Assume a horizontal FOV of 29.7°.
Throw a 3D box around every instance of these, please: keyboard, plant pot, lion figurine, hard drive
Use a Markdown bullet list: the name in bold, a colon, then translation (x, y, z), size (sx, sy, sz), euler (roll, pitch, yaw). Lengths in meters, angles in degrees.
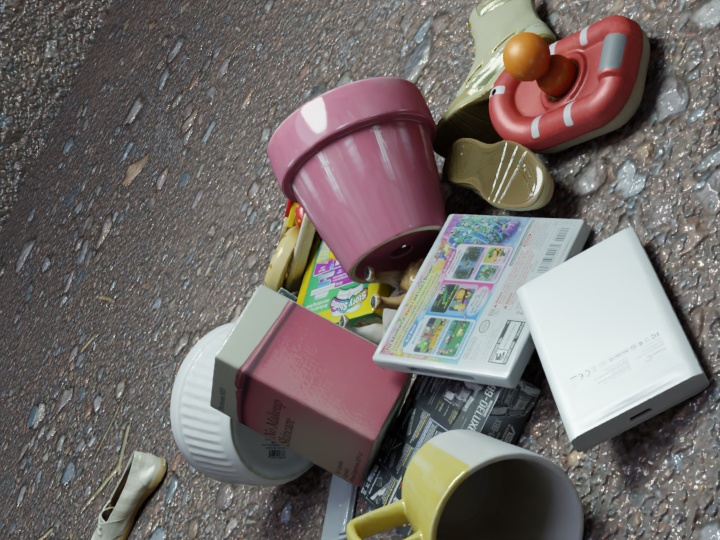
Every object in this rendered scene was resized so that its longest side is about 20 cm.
- **keyboard**: translation (-0.015, 0.225, 1.609), size (0.056, 0.011, 0.202), euler (-34, 39, 52)
- **plant pot**: translation (0.013, -0.094, 1.564), size (0.200, 0.199, 0.181), euler (-40, 64, 38)
- **lion figurine**: translation (0.049, 0.054, 1.559), size (0.201, 0.121, 0.073), euler (-57, 39, 44)
- **hard drive**: translation (0.228, 0.060, 1.255), size (0.131, 0.026, 0.201), euler (-29, 39, 14)

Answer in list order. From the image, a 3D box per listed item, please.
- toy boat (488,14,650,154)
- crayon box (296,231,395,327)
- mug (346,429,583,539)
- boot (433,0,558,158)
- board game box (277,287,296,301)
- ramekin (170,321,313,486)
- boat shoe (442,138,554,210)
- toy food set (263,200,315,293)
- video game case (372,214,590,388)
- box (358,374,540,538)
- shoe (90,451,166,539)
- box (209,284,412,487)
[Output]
- **toy boat**: translation (0.206, -0.211, 1.459), size (0.199, 0.130, 0.132), euler (-19, 50, 53)
- **crayon box**: translation (0.000, 0.000, 1.719), size (0.199, 0.058, 0.175), euler (-18, 53, 55)
- **mug**: translation (0.092, 0.214, 1.258), size (0.151, 0.185, 0.153), euler (-71, 20, 5)
- **boot**: translation (0.151, -0.242, 1.644), size (0.200, 0.072, 0.156), euler (-47, 32, 26)
- **board game box**: translation (-0.144, 0.106, 1.808), size (0.136, 0.028, 0.200), euler (-59, 3, -19)
- **ramekin**: translation (-0.121, 0.167, 1.650), size (0.104, 0.199, 0.202), euler (8, 73, 51)
- **boat shoe**: translation (0.165, -0.104, 1.509), size (0.072, 0.064, 0.200), euler (-63, 28, 5)
- **toy food set**: translation (-0.084, -0.057, 1.851), size (0.198, 0.048, 0.203), euler (-110, 35, -88)
- **video game case**: translation (0.125, 0.026, 1.414), size (0.181, 0.024, 0.201), euler (4, 55, 43)
- **box**: translation (0.089, 0.181, 1.418), size (0.202, 0.049, 0.157), euler (-64, 28, 1)
- **shoe**: translation (-0.365, 0.356, 2.058), size (0.201, 0.053, 0.070), euler (-56, 28, 15)
- **box**: translation (-0.055, 0.129, 1.499), size (0.110, 0.198, 0.128), euler (-59, -9, -32)
